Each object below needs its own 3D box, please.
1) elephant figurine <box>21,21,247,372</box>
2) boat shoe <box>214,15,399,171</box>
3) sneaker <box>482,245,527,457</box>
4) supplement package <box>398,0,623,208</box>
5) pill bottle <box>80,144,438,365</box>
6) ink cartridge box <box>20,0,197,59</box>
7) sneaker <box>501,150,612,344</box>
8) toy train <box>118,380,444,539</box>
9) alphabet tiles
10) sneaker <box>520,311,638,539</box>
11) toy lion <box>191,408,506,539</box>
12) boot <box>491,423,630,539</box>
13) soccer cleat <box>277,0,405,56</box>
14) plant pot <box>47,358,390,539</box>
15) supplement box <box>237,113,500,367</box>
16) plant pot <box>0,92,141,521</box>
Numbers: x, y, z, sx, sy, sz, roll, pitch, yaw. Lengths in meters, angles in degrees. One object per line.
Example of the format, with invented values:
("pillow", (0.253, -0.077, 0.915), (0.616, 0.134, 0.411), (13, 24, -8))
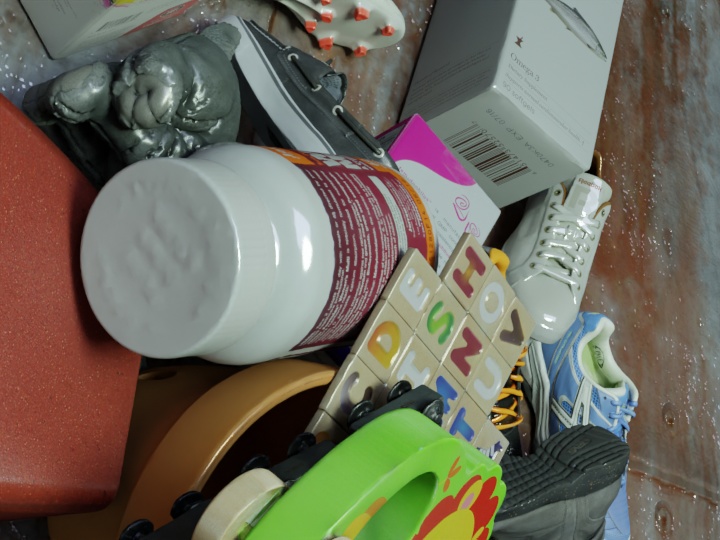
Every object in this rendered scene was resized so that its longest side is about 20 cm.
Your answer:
("elephant figurine", (-0.118, -0.036, 0.750), (0.154, 0.142, 0.201), (-20, 101, 0))
("boat shoe", (-0.036, -0.113, 0.814), (0.066, 0.070, 0.200), (-25, 49, -12))
("sneaker", (0.091, 0.075, 0.912), (0.078, 0.077, 0.201), (-9, 83, -45))
("supplement package", (0.127, -0.172, 1.002), (0.117, 0.117, 0.201), (34, 55, -27))
("pill bottle", (-0.045, -0.009, 0.628), (0.200, 0.109, 0.110), (-3, 76, -62))
("ink cartridge box", (-0.117, -0.211, 0.744), (0.116, 0.200, 0.068), (-32, 97, -43))
("sneaker", (0.160, -0.032, 0.979), (0.073, 0.085, 0.200), (23, 44, -6))
("toy train", (-0.035, 0.108, 0.570), (0.199, 0.034, 0.046), (-24, 128, -36))
("alphabet tiles", (0.035, 0.087, 0.671), (0.201, 0.008, 0.167), (-59, 137, -18))
("sneaker", (0.184, 0.128, 0.975), (0.075, 0.077, 0.201), (-10, 83, -44))
("toy lion", (0.008, 0.141, 0.577), (0.069, 0.201, 0.191), (33, 46, 27))
("boot", (0.112, 0.197, 0.872), (0.199, 0.070, 0.132), (-8, 118, -27))
("soccer cleat", (-0.046, -0.226, 0.905), (0.199, 0.069, 0.078), (18, 61, -33))
("plant pot", (-0.078, 0.136, 0.667), (0.200, 0.140, 0.201), (-18, 115, -46))
("supplement box", (0.000, 0.000, 0.840), (0.101, 0.103, 0.200), (48, 51, -17))
("plant pot", (-0.216, 0.036, 0.588), (0.176, 0.199, 0.201), (31, 56, -43))
